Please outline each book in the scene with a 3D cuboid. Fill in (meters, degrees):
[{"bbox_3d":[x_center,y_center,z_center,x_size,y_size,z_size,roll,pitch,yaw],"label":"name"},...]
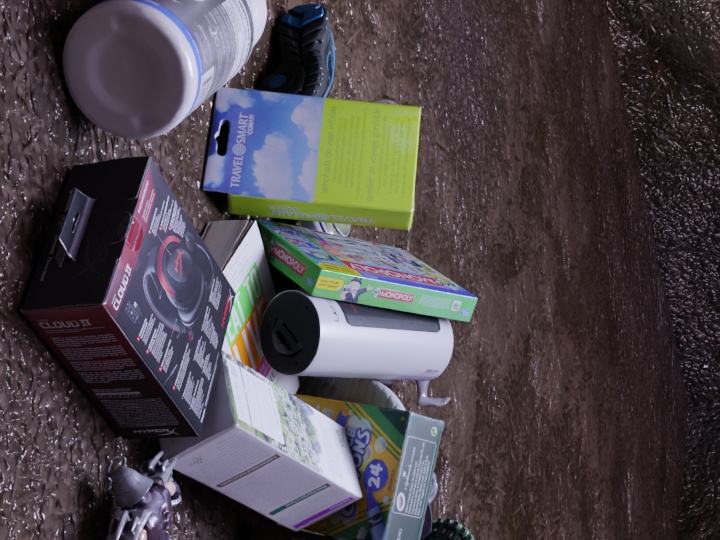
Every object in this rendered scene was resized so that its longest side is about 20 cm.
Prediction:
[{"bbox_3d":[-0.115,0.072,1.424,0.134,0.048,0.200,-67,149,-50],"label":"book"}]

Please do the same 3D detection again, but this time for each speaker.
[{"bbox_3d":[-0.002,0.065,1.464,0.200,0.081,0.081,7,78,-48],"label":"speaker"}]

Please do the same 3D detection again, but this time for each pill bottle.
[{"bbox_3d":[-0.155,-0.194,1.268,0.200,0.113,0.114,-56,137,-60],"label":"pill bottle"}]

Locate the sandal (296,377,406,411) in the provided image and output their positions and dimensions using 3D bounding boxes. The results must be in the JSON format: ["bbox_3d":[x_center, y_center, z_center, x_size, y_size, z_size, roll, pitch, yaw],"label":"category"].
[{"bbox_3d":[0.002,0.140,1.519,0.050,0.203,0.083,15,104,-40],"label":"sandal"}]

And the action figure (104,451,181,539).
[{"bbox_3d":[-0.164,0.234,1.222,0.130,0.069,0.200,-55,133,-50],"label":"action figure"}]

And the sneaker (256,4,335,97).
[{"bbox_3d":[-0.057,-0.190,1.590,0.082,0.073,0.200,68,27,-43],"label":"sneaker"}]

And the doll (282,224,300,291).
[{"bbox_3d":[-0.045,0.021,1.609,0.200,0.048,0.137,55,39,-43],"label":"doll"}]

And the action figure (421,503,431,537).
[{"bbox_3d":[0.016,0.201,1.541,0.069,0.130,0.200,65,-2,-32],"label":"action figure"}]

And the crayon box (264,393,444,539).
[{"bbox_3d":[-0.019,0.189,1.446,0.052,0.200,0.126,19,79,-41],"label":"crayon box"}]

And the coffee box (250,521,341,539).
[{"bbox_3d":[-0.028,0.320,1.481,0.200,0.113,0.080,51,53,-56],"label":"coffee box"}]

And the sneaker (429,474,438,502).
[{"bbox_3d":[0.027,0.205,1.668,0.075,0.114,0.201,37,51,-64],"label":"sneaker"}]

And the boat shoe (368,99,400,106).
[{"bbox_3d":[-0.032,-0.099,1.534,0.075,0.200,0.073,56,-23,20],"label":"boat shoe"}]

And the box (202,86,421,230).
[{"bbox_3d":[-0.045,-0.108,1.466,0.048,0.199,0.122,98,-3,-64],"label":"box"}]

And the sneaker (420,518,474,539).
[{"bbox_3d":[0.080,0.290,1.510,0.085,0.200,0.078,45,81,-22],"label":"sneaker"}]

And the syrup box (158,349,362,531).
[{"bbox_3d":[-0.088,0.153,1.336,0.200,0.081,0.079,39,28,-48],"label":"syrup box"}]

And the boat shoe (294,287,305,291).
[{"bbox_3d":[-0.001,0.069,1.575,0.200,0.070,0.071,29,79,-48],"label":"boat shoe"}]

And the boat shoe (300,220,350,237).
[{"bbox_3d":[-0.027,-0.095,1.613,0.072,0.062,0.200,52,24,-38],"label":"boat shoe"}]

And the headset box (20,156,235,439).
[{"bbox_3d":[-0.181,0.018,1.203,0.200,0.075,0.149,62,30,-47],"label":"headset box"}]

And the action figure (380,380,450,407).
[{"bbox_3d":[0.044,0.071,1.770,0.200,0.104,0.194,-111,-177,-69],"label":"action figure"}]

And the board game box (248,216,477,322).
[{"bbox_3d":[0.000,0.000,1.489,0.200,0.135,0.029,11,105,-39],"label":"board game box"}]
